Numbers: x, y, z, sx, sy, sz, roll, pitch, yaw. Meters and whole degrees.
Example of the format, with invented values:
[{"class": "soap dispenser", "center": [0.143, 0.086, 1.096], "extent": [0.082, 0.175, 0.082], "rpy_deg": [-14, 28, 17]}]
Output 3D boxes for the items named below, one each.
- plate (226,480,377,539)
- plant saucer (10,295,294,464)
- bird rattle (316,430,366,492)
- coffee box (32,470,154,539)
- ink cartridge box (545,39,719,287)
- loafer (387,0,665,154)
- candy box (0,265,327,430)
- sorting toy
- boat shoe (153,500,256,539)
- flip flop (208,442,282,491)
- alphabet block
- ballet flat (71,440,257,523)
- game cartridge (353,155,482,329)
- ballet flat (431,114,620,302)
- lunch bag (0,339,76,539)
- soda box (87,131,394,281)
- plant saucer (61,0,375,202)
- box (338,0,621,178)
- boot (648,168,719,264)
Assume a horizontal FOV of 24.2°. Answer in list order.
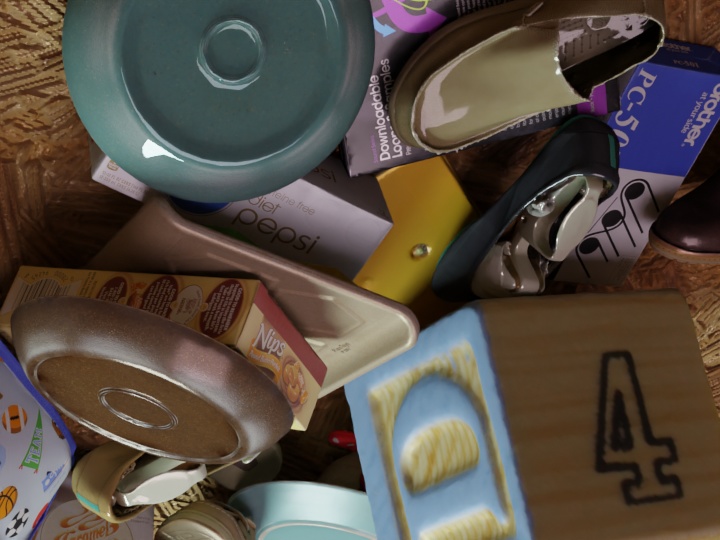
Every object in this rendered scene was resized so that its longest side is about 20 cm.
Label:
[{"class": "plate", "center": [-0.016, 0.228, 1.387], "extent": [0.200, 0.026, 0.200], "rpy_deg": [10, 150, 6]}, {"class": "plant saucer", "center": [-0.143, 0.080, 1.114], "extent": [0.200, 0.032, 0.200], "rpy_deg": [15, 152, 8]}, {"class": "bird rattle", "center": [0.033, 0.191, 1.398], "extent": [0.163, 0.113, 0.200], "rpy_deg": [-31, 133, 31]}, {"class": "coffee box", "center": [-0.263, 0.210, 1.274], "extent": [0.200, 0.115, 0.080], "rpy_deg": [14, 153, -30]}, {"class": "ink cartridge box", "center": [0.192, -0.079, 1.249], "extent": [0.094, 0.044, 0.200], "rpy_deg": [6, 127, -28]}, {"class": "loafer", "center": [0.110, -0.136, 1.087], "extent": [0.200, 0.067, 0.076], "rpy_deg": [-31, 124, 3]}, {"class": "candy box", "center": [-0.137, 0.053, 1.154], "extent": [0.200, 0.055, 0.115], "rpy_deg": [4, 149, 28]}, {"class": "sorting toy", "center": [-0.079, 0.018, 1.156], "extent": [0.200, 0.037, 0.185], "rpy_deg": [26, 154, -17]}, {"class": "boat shoe", "center": [-0.120, 0.214, 1.344], "extent": [0.071, 0.065, 0.200], "rpy_deg": [32, 156, 5]}, {"class": "flip flop", "center": [-0.128, 0.130, 1.303], "extent": [0.081, 0.058, 0.200], "rpy_deg": [-34, 135, 13]}, {"class": "alphabet block", "center": [0.133, 0.135, 1.253], "extent": [0.200, 0.197, 0.195], "rpy_deg": [-2, 164, -34]}, {"class": "ballet flat", "center": [-0.113, 0.131, 1.236], "extent": [0.200, 0.063, 0.069], "rpy_deg": [-27, 123, -19]}, {"class": "game cartridge", "center": [0.000, 0.000, 1.259], "extent": [0.200, 0.032, 0.176], "rpy_deg": [-28, 134, 8]}, {"class": "ballet flat", "center": [0.118, -0.024, 1.193], "extent": [0.073, 0.073, 0.200], "rpy_deg": [14, 133, -31]}, {"class": "lunch bag", "center": [-0.296, 0.138, 1.149], "extent": [0.124, 0.170, 0.200], "rpy_deg": [2, 140, 37]}, {"class": "soda box", "center": [-0.080, -0.062, 1.126], "extent": [0.200, 0.064, 0.068], "rpy_deg": [25, 115, -27]}, {"class": "plant saucer", "center": [-0.082, -0.137, 1.036], "extent": [0.200, 0.036, 0.200], "rpy_deg": [-4, 104, -15]}, {"class": "box", "center": [0.073, -0.153, 1.128], "extent": [0.200, 0.036, 0.143], "rpy_deg": [-15, 123, -9]}, {"class": "boot", "center": [0.298, -0.102, 1.240], "extent": [0.200, 0.072, 0.167], "rpy_deg": [-20, 130, -30]}]
